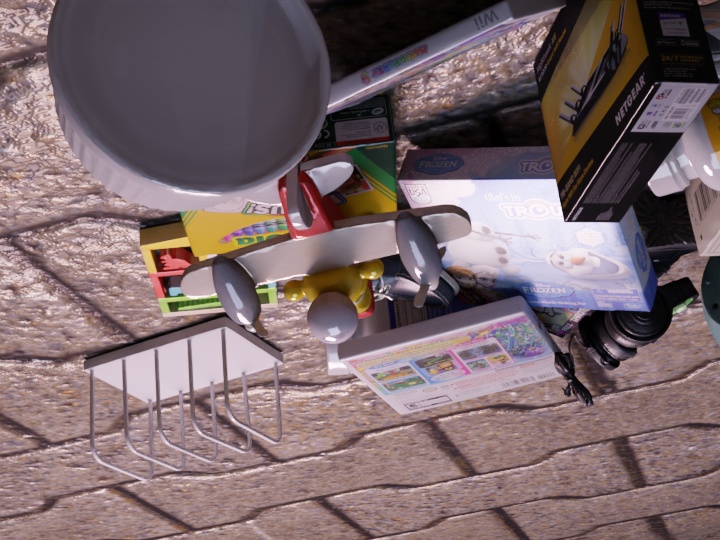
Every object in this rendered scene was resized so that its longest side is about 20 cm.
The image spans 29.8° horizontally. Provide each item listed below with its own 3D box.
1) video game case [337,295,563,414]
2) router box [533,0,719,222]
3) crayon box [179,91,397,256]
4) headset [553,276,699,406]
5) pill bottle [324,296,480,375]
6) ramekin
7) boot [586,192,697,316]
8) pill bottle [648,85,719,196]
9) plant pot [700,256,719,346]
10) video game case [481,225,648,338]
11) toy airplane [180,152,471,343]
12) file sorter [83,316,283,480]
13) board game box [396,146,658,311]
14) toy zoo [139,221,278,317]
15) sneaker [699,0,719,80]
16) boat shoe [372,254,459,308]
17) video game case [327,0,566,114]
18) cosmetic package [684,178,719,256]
[{"bbox_3d":[0.101,0.092,1.415,0.199,0.024,0.182,-15,151,17],"label":"video game case"},{"bbox_3d":[0.198,-0.152,1.047,0.052,0.158,0.200,0,152,-12],"label":"router box"},{"bbox_3d":[-0.067,-0.084,1.232,0.199,0.059,0.173,-6,153,0],"label":"crayon box"},{"bbox_3d":[0.284,0.072,1.441,0.199,0.094,0.124,-20,164,-32],"label":"headset"},{"bbox_3d":[0.059,0.068,1.504,0.199,0.113,0.112,-5,154,-4],"label":"pill bottle"},{"bbox_3d":[-0.129,-0.135,0.977,0.201,0.203,0.094,4,163,-20],"label":"ramekin"},{"bbox_3d":[0.264,-0.012,1.456,0.164,0.066,0.200,8,154,-23],"label":"boot"},{"bbox_3d":[0.338,-0.134,1.163,0.199,0.113,0.113,-18,151,23],"label":"pill bottle"},{"bbox_3d":[0.461,0.031,1.445,0.161,0.201,0.200,26,140,-33],"label":"plant pot"},{"bbox_3d":[0.167,-0.017,1.376,0.181,0.036,0.200,23,148,-5],"label":"video game case"},{"bbox_3d":[-0.030,-0.009,1.166,0.198,0.142,0.200,9,150,-31],"label":"toy airplane"},{"bbox_3d":[-0.206,0.159,1.611,0.199,0.125,0.139,-18,152,20],"label":"file sorter"},{"bbox_3d":[0.160,-0.037,1.273,0.199,0.044,0.199,1,143,28],"label":"board game box"},{"bbox_3d":[-0.155,-0.008,1.406,0.130,0.021,0.200,-6,153,-2],"label":"toy zoo"},{"bbox_3d":[0.330,-0.191,1.056,0.199,0.080,0.074,-4,-179,14],"label":"sneaker"},{"bbox_3d":[0.000,0.000,1.337,0.199,0.062,0.075,25,152,-9],"label":"boat shoe"},{"bbox_3d":[0.051,-0.167,1.055,0.199,0.018,0.143,-22,-176,28],"label":"video game case"},{"bbox_3d":[0.433,-0.075,1.331,0.199,0.088,0.103,-1,152,-9],"label":"cosmetic package"}]
